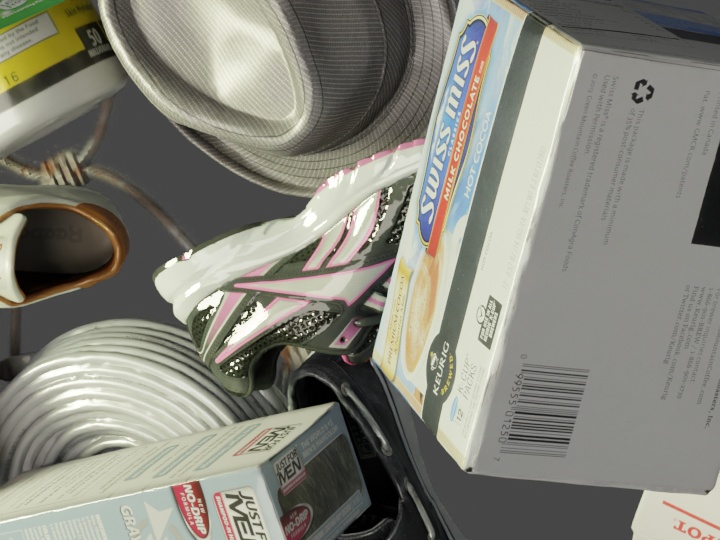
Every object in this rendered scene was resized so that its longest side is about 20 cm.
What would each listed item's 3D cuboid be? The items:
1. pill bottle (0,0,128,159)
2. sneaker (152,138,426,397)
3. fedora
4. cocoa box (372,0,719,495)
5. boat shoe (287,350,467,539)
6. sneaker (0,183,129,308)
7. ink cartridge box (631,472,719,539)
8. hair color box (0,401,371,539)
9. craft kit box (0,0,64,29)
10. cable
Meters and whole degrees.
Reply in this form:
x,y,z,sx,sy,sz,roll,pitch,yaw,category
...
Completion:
x,y,z,sx,sy,sz,roll,pitch,yaw,category
-0.213,-0.159,1.169,0.111,0.111,0.200,-27,95,28,pill bottle
0.000,0.000,1.131,0.200,0.080,0.087,-27,83,23,sneaker
-0.055,-0.121,1.123,0.177,0.090,0.200,-38,89,29,fedora
0.104,-0.018,1.029,0.133,0.131,0.201,6,109,-23,cocoa box
0.011,0.135,1.189,0.072,0.068,0.201,-12,101,26,boat shoe
-0.218,-0.017,1.176,0.199,0.085,0.073,-5,102,-14,sneaker
0.208,0.090,1.088,0.117,0.067,0.201,25,114,16,ink cartridge box
-0.107,0.127,1.143,0.199,0.099,0.061,-15,100,26,hair color box
-0.136,-0.238,1.079,0.199,0.049,0.198,-22,73,9,craft kit box
-0.118,0.124,1.241,0.200,0.069,0.200,-23,96,28,cable
